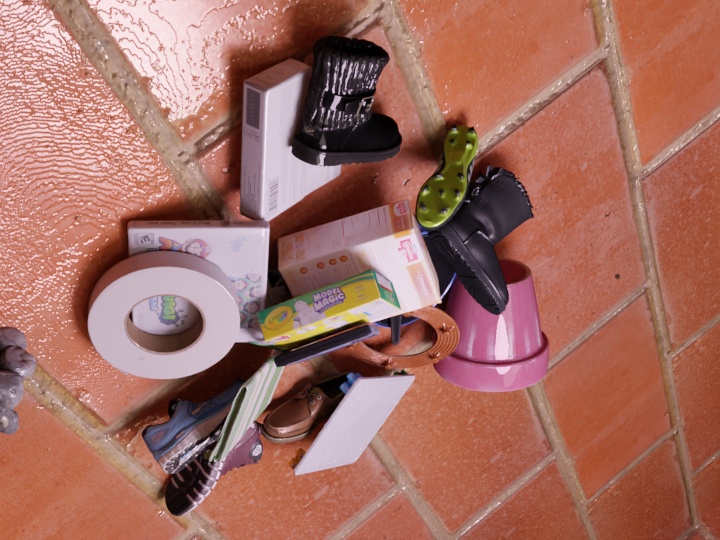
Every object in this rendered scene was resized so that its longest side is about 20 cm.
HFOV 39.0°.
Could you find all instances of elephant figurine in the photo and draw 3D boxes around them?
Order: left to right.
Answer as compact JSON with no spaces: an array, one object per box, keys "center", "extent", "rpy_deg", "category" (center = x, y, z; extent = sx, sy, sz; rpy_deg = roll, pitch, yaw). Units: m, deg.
[{"center":[-0.488,0.165,1.256],"extent":[0.155,0.142,0.200],"rpy_deg":[23,127,-18],"category":"elephant figurine"}]

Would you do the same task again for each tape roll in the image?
[{"center":[-0.262,0.063,1.357],"extent":[0.202,0.037,0.203],"rpy_deg":[-6,130,-7],"category":"tape roll"}]

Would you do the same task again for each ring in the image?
[{"center":[0.060,0.110,1.643],"extent":[0.200,0.019,0.201],"rpy_deg":[3,144,2],"category":"ring"}]

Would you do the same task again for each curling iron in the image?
[{"center":[0.046,0.053,1.610],"extent":[0.049,0.026,0.200],"rpy_deg":[-14,141,-2],"category":"curling iron"}]

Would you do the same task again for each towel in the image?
[{"center":[-0.156,0.181,1.502],"extent":[0.153,0.023,0.200],"rpy_deg":[-66,172,27],"category":"towel"}]

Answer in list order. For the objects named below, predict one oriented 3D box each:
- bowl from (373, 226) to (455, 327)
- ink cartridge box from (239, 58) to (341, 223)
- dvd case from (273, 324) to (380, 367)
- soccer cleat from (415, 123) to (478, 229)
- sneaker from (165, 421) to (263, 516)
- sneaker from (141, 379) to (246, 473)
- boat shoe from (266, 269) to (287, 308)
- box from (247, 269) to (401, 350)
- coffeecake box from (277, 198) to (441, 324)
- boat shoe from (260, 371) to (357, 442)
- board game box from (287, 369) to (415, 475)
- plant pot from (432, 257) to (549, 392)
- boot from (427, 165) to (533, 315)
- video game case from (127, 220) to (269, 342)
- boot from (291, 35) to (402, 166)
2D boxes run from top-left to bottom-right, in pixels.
[{"center":[0.074,0.008,1.642],"extent":[0.200,0.039,0.201],"rpy_deg":[-22,135,-24],"category":"bowl"},{"center":[-0.086,-0.184,1.344],"extent":[0.174,0.043,0.200],"rpy_deg":[-38,145,-44],"category":"ink cartridge box"},{"center":[-0.045,0.110,1.505],"extent":[0.142,0.018,0.200],"rpy_deg":[-19,175,3],"category":"dvd case"},{"center":[0.132,-0.127,1.494],"extent":[0.081,0.067,0.200],"rpy_deg":[81,27,-52],"category":"soccer cleat"},{"center":[-0.220,0.320,1.642],"extent":[0.200,0.076,0.115],"rpy_deg":[-52,142,9],"category":"sneaker"},{"center":[-0.243,0.213,1.525],"extent":[0.200,0.090,0.078],"rpy_deg":[-34,157,-44],"category":"sneaker"},{"center":[-0.141,0.027,1.455],"extent":[0.071,0.070,0.201],"rpy_deg":[-29,135,-6],"category":"boat shoe"},{"center":[-0.054,0.061,1.410],"extent":[0.199,0.049,0.117],"rpy_deg":[-22,164,11],"category":"box"},{"center":[0.000,0.000,1.474],"extent":[0.199,0.073,0.154],"rpy_deg":[-16,131,9],"category":"coffeecake box"},{"center":[-0.081,0.216,1.671],"extent":[0.200,0.072,0.068],"rpy_deg":[-23,138,-43],"category":"boat shoe"},{"center":[-0.013,0.250,1.704],"extent":[0.200,0.026,0.200],"rpy_deg":[-57,154,15],"category":"board game box"},{"center":[0.223,0.083,1.727],"extent":[0.200,0.200,0.180],"rpy_deg":[-15,117,-30],"category":"plant pot"},{"center":[0.212,-0.052,1.606],"extent":[0.162,0.073,0.198],"rpy_deg":[-42,105,-19],"category":"boot"},{"center":[-0.217,0.018,1.369],"extent":[0.181,0.024,0.200],"rpy_deg":[-1,128,-10],"category":"video game case"},{"center":[0.002,-0.224,1.330],"extent":[0.211,0.079,0.158],"rpy_deg":[-20,132,-55],"category":"boot"}]
